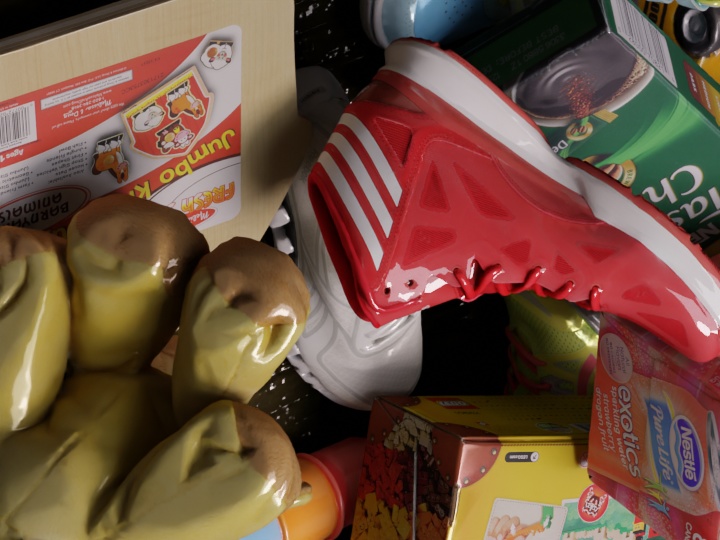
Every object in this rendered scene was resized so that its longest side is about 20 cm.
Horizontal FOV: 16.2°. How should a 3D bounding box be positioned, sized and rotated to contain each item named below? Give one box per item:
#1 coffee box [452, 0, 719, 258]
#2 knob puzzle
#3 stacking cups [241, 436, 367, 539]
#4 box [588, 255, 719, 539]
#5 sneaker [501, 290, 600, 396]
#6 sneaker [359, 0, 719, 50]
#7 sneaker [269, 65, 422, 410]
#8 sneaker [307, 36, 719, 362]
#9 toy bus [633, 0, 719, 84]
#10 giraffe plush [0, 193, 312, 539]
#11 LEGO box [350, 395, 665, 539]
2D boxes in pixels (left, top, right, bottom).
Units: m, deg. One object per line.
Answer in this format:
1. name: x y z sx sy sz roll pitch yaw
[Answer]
1. coffee box: 0.118 -0.056 1.215 0.122 0.044 0.200 -28 141 22
2. knob puzzle: -0.112 -0.036 1.096 0.218 0.030 0.221 -23 138 -22
3. stacking cups: -0.065 0.128 1.229 0.199 0.060 0.061 -25 129 -37
4. box: 0.214 0.048 1.211 0.199 0.095 0.103 -21 130 -31
5. sneaker: 0.108 0.064 1.360 0.090 0.078 0.200 -36 129 -2
6. sneaker: 0.104 -0.150 1.178 0.200 0.130 0.080 -37 137 -24
7. sneaker: 0.000 0.000 1.202 0.075 0.081 0.201 -40 138 -24
8. sneaker: 0.062 0.001 1.105 0.116 0.200 0.078 -52 177 -13
9. toy bus: 0.180 -0.172 1.284 0.065 0.078 0.201 -14 122 -40
10. giraffe plush: -0.094 0.079 1.088 0.162 0.171 0.201 36 74 -75
11. LEGO box: 0.096 0.144 1.279 0.199 0.077 0.150 3 102 -35
